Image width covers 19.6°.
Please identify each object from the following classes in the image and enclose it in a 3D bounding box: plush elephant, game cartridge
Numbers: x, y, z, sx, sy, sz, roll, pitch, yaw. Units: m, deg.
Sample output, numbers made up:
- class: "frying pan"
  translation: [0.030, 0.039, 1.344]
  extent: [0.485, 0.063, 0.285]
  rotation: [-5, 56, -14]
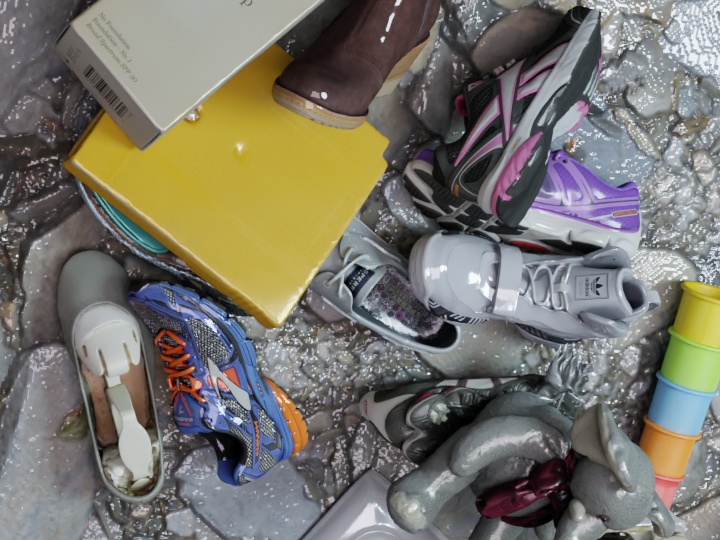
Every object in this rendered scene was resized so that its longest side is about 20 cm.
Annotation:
- class: "plush elephant"
  translation: [0.154, 0.167, 1.579]
  extent: [0.200, 0.155, 0.165]
  rotation: [-51, 136, -6]
- class: "game cartridge"
  translation: [-0.093, -0.084, 1.542]
  extent: [0.200, 0.032, 0.176]
  rotation: [40, 69, -16]

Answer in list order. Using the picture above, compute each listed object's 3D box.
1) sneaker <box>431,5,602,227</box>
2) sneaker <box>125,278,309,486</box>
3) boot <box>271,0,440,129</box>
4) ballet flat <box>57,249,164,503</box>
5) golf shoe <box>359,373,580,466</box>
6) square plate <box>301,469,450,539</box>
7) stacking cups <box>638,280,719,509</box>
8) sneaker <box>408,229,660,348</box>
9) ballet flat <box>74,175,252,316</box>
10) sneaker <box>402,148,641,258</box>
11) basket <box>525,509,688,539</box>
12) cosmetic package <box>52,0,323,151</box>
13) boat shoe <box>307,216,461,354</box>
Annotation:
- class: "sneaker"
  translation: [0.119, -0.132, 1.588]
  extent: [0.200, 0.086, 0.080]
  rotation: [-57, 158, -31]
- class: "sneaker"
  translation: [-0.116, 0.086, 1.584]
  extent: [0.078, 0.075, 0.200]
  rotation: [-48, 117, -25]
- class: "boot"
  translation: [0.010, -0.195, 1.503]
  extent: [0.072, 0.200, 0.167]
  rotation: [27, 112, 12]
- class: "ballet flat"
  translation: [-0.183, 0.083, 1.585]
  extent: [0.067, 0.064, 0.200]
  rotation: [-13, 108, -13]
- class: "golf shoe"
  translation: [0.093, 0.111, 1.672]
  extent: [0.200, 0.088, 0.077]
  rotation: [4, 102, -41]
- class: "square plate"
  translation: [0.009, 0.297, 1.719]
  extent: [0.200, 0.028, 0.198]
  rotation: [-46, 111, 0]
- class: "stacking cups"
  translation: [0.265, 0.112, 1.725]
  extent: [0.060, 0.061, 0.200]
  rotation: [13, 101, -19]
- class: "sneaker"
  translation: [0.137, 0.008, 1.605]
  extent: [0.200, 0.115, 0.075]
  rotation: [19, 70, -39]
- class: "ballet flat"
  translation: [-0.138, -0.025, 1.565]
  extent: [0.200, 0.074, 0.074]
  rotation: [38, 92, -15]
- class: "sneaker"
  translation: [0.128, -0.063, 1.643]
  extent: [0.200, 0.081, 0.084]
  rotation: [15, 74, -17]
- class: "basket"
  translation: [0.202, 0.310, 1.707]
  extent: [0.135, 0.123, 0.200]
  rotation: [1, 118, -16]
- class: "cosmetic package"
  translation: [-0.109, -0.188, 1.488]
  extent: [0.200, 0.073, 0.104]
  rotation: [-43, 97, -19]
- class: "boat shoe"
  translation: [0.000, 0.001, 1.611]
  extent: [0.201, 0.072, 0.070]
  rotation: [33, 94, -22]
